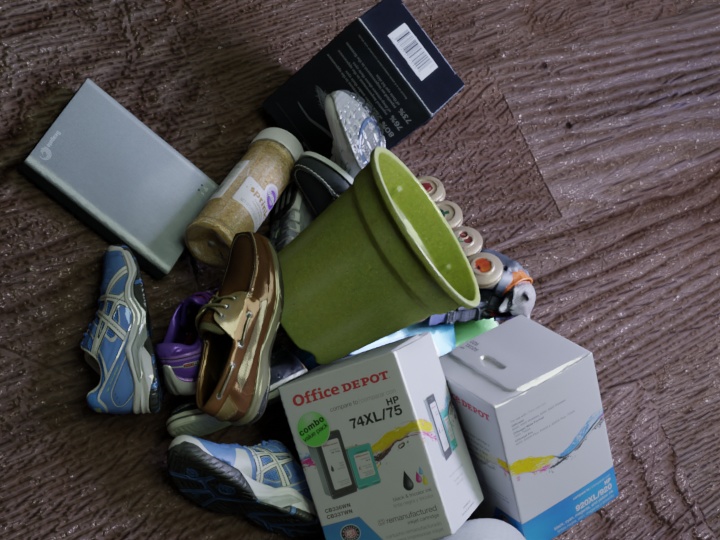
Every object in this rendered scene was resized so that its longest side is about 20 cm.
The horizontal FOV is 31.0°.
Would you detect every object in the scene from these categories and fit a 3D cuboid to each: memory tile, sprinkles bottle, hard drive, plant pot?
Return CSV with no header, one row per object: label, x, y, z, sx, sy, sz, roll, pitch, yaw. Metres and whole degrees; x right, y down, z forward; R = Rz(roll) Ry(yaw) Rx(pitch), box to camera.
memory tile,0.071,-0.030,1.592,0.152,0.017,0.201,-24,52,-12
sprinkles bottle,-0.132,-0.086,1.504,0.068,0.068,0.201,43,43,-12
hard drive,-0.268,-0.103,1.462,0.199,0.033,0.140,39,53,-15
plant pot,0.000,0.000,1.405,0.201,0.183,0.201,51,17,-22

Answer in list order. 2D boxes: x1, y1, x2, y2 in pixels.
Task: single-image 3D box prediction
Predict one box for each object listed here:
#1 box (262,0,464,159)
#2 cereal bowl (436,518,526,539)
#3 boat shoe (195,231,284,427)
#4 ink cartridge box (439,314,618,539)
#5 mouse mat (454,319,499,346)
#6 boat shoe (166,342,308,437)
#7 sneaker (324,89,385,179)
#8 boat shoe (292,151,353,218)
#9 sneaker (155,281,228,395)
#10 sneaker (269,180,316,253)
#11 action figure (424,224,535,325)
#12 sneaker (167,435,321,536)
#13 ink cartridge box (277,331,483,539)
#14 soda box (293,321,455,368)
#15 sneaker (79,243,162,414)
box,0.002,-0.215,1.591,0.149,0.199,0.104,52,40,-6
cereal bowl,0.094,0.335,1.434,0.198,0.201,0.084,-9,58,-38
boat shoe,-0.130,0.058,1.343,0.073,0.075,0.203,14,73,-39
ink cartridge box,0.188,0.185,1.505,0.143,0.147,0.202,-26,117,-22
mouse mat,0.093,0.066,1.664,0.199,0.008,0.162,-30,89,-40
boat shoe,-0.140,0.131,1.429,0.199,0.074,0.063,-22,79,-45
sneaker,-0.009,-0.118,1.543,0.075,0.086,0.202,-46,124,-46
boat shoe,-0.015,-0.051,1.516,0.200,0.076,0.060,45,59,5
sneaker,-0.154,0.046,1.408,0.201,0.080,0.084,-58,138,-45
sneaker,-0.058,-0.005,1.546,0.115,0.075,0.202,29,55,-25
action figure,0.133,0.002,1.614,0.193,0.106,0.199,33,25,28
sneaker,-0.124,0.219,1.397,0.199,0.075,0.078,32,48,-32
ink cartridge box,0.024,0.190,1.419,0.202,0.145,0.146,71,19,1
soda box,0.019,0.087,1.559,0.198,0.064,0.069,10,65,-30
sneaker,-0.259,0.059,1.370,0.076,0.076,0.202,-9,58,-6
